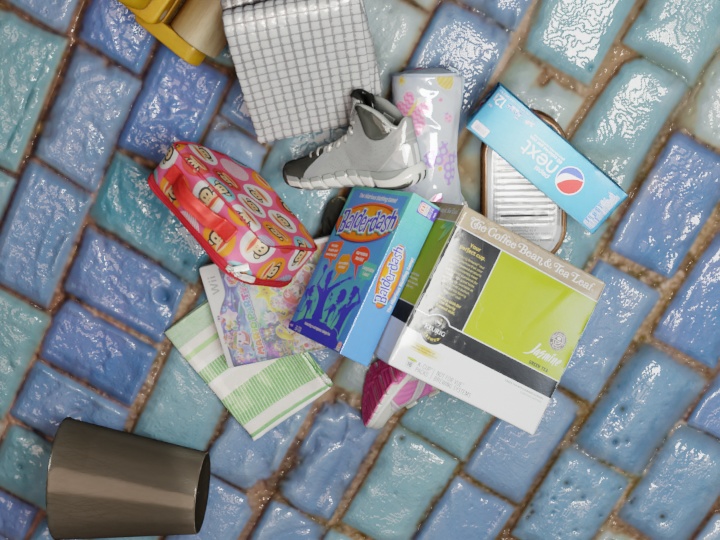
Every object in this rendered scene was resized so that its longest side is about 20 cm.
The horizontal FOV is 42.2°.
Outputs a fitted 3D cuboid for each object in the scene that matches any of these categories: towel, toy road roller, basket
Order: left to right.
[{"bbox_3d":[-0.317,0.299,1.301,0.198,0.136,0.182,5,110,1],"label":"basket"},{"bbox_3d":[-0.237,-0.343,1.105,0.200,0.146,0.123,38,106,-5],"label":"toy road roller"},{"bbox_3d":[-0.153,0.122,1.288,0.152,0.023,0.200,-36,99,15],"label":"towel"},{"bbox_3d":[-0.064,-0.256,1.104,0.164,0.086,0.200,-11,145,2],"label":"towel"}]

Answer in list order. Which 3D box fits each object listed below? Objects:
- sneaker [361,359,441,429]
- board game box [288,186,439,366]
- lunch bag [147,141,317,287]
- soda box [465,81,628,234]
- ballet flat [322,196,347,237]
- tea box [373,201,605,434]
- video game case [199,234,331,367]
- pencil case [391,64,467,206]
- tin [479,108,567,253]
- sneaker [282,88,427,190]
[{"bbox_3d":[0.072,0.144,1.239,0.088,0.082,0.200,24,121,-22],"label":"sneaker"},{"bbox_3d":[0.000,0.000,1.114,0.045,0.152,0.201,28,84,-28],"label":"board game box"},{"bbox_3d":[-0.159,-0.070,1.134,0.200,0.176,0.082,47,105,19],"label":"lunch bag"},{"bbox_3d":[0.221,-0.135,1.117,0.200,0.068,0.064,40,106,-5],"label":"soda box"},{"bbox_3d":[-0.001,-0.001,1.233,0.066,0.057,0.201,-13,99,35],"label":"ballet flat"},{"bbox_3d":[0.139,0.050,1.091,0.199,0.134,0.198,28,90,-15],"label":"tea box"},{"bbox_3d":[-0.103,0.042,1.229,0.199,0.018,0.144,-13,100,17],"label":"video game case"},{"bbox_3d":[0.084,-0.150,1.155,0.090,0.083,0.201,3,105,23],"label":"pencil case"},{"bbox_3d":[0.206,-0.102,1.182,0.111,0.042,0.201,0,105,10],"label":"tin"},{"bbox_3d":[-0.014,-0.160,1.127,0.199,0.075,0.116,2,112,30],"label":"sneaker"}]
